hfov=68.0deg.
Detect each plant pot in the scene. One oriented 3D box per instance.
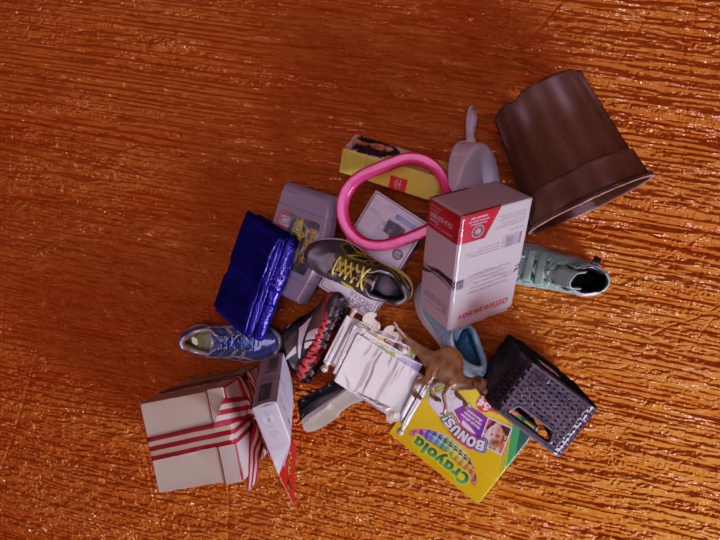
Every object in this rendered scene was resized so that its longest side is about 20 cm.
[{"bbox_3d":[0.322,-0.191,0.849,0.198,0.200,0.200,-23,82,9],"label":"plant pot"}]

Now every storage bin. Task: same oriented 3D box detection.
[{"bbox_3d":[0.277,0.191,0.861,0.135,0.200,0.094,36,97,5],"label":"storage bin"}]

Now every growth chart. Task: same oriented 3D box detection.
[{"bbox_3d":[0.033,0.167,0.923,0.199,0.018,0.145,36,87,3],"label":"growth chart"}]

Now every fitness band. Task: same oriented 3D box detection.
[{"bbox_3d":[0.055,-0.113,0.889,0.198,0.037,0.145,-19,97,14],"label":"fitness band"}]

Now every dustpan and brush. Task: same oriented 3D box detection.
[{"bbox_3d":[0.193,-0.193,0.913,0.057,0.139,0.203,2,76,44],"label":"dustpan and brush"}]

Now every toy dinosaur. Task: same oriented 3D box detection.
[{"bbox_3d":[0.127,0.167,0.881,0.199,0.058,0.102,30,104,37],"label":"toy dinosaur"}]

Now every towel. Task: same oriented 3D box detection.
[{"bbox_3d":[-0.197,0.008,0.970,0.147,0.049,0.202,29,102,34],"label":"towel"}]

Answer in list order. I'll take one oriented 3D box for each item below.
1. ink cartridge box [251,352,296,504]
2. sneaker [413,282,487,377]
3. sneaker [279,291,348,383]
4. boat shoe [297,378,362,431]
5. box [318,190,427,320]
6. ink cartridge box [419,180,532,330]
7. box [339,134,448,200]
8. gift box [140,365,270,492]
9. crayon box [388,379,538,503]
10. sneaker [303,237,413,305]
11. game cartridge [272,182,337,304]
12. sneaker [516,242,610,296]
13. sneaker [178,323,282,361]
[{"bbox_3d":[-0.128,0.269,0.926,0.047,0.160,0.202,-17,110,1],"label":"ink cartridge box"},{"bbox_3d":[0.161,0.093,0.912,0.073,0.082,0.201,-20,68,-23],"label":"sneaker"},{"bbox_3d":[-0.091,0.108,0.959,0.097,0.071,0.202,35,122,15],"label":"sneaker"},{"bbox_3d":[-0.029,0.212,0.977,0.198,0.075,0.066,-35,51,-2],"label":"boat shoe"},{"bbox_3d":[0.026,-0.027,0.961,0.116,0.060,0.201,34,97,6],"label":"box"},{"bbox_3d":[0.179,-0.023,0.850,0.143,0.084,0.202,-16,124,-27],"label":"ink cartridge box"},{"bbox_3d":[0.068,-0.177,0.935,0.198,0.076,0.051,19,128,6],"label":"box"},{"bbox_3d":[-0.261,0.288,0.956,0.184,0.200,0.187,-12,96,8],"label":"gift box"},{"bbox_3d":[0.180,0.277,0.952,0.199,0.058,0.173,36,97,7],"label":"crayon box"},{"bbox_3d":[0.000,0.000,0.885,0.198,0.085,0.075,20,95,-2],"label":"sneaker"},{"bbox_3d":[-0.111,-0.049,0.967,0.132,0.041,0.203,20,96,31],"label":"game cartridge"},{"bbox_3d":[0.310,-0.004,0.889,0.197,0.118,0.075,8,96,10],"label":"sneaker"},{"bbox_3d":[-0.244,0.139,1.001,0.197,0.077,0.077,-2,91,3],"label":"sneaker"}]
